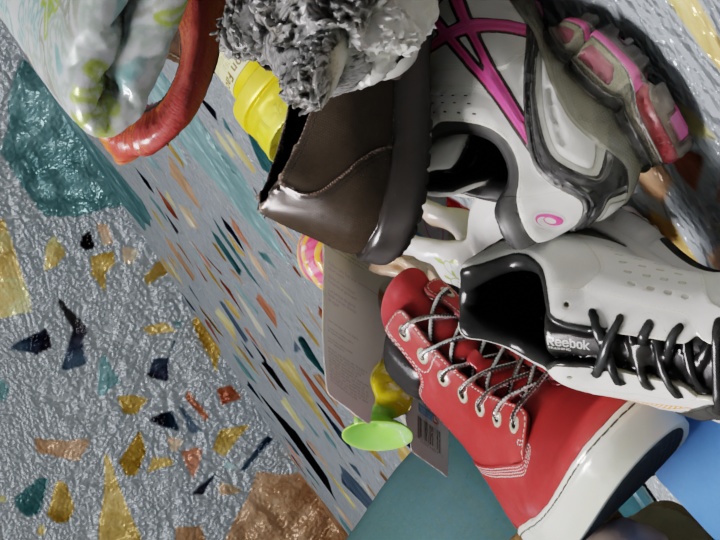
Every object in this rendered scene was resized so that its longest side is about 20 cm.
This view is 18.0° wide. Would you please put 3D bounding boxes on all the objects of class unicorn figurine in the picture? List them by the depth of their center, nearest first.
[{"bbox_3d":[0.067,-0.030,1.043,0.137,0.074,0.200,44,160,7],"label":"unicorn figurine"}]

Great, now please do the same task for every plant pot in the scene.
[{"bbox_3d":[0.081,0.189,1.428,0.200,0.188,0.200,52,170,13],"label":"plant pot"}]

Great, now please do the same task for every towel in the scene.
[{"bbox_3d":[-0.090,-0.169,0.893,0.048,0.201,0.171,16,-165,-21],"label":"towel"}]

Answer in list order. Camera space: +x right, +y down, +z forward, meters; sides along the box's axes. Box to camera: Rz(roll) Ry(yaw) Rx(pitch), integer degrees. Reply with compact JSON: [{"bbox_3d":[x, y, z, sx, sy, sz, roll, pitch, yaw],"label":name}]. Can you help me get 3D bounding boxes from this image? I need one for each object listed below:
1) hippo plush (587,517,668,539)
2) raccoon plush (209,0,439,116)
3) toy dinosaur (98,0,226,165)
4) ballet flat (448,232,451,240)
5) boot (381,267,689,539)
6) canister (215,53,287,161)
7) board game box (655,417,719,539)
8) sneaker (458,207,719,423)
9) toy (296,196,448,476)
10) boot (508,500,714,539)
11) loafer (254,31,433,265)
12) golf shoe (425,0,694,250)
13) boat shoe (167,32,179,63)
[{"bbox_3d":[0.165,0.221,1.043,0.160,0.159,0.201,18,-122,-39],"label":"hippo plush"},{"bbox_3d":[-0.016,-0.156,0.814,0.201,0.134,0.097,58,171,-24],"label":"raccoon plush"},{"bbox_3d":[-0.074,-0.139,0.945,0.182,0.104,0.201,-72,-30,-47],"label":"toy dinosaur"},{"bbox_3d":[0.051,0.005,1.346,0.200,0.072,0.072,44,167,39],"label":"ballet flat"},{"bbox_3d":[0.064,0.050,0.988,0.144,0.072,0.200,50,167,7],"label":"boot"},{"bbox_3d":[-0.051,-0.150,1.096,0.200,0.086,0.148,53,-165,16],"label":"canister"},{"bbox_3d":[0.187,0.079,0.927,0.200,0.039,0.158,48,155,29],"label":"board game box"},{"bbox_3d":[0.118,0.029,0.858,0.199,0.080,0.074,18,117,46],"label":"sneaker"},{"bbox_3d":[0.000,0.000,1.173,0.115,0.047,0.201,37,-139,-47],"label":"toy"},{"bbox_3d":[0.121,0.187,1.164,0.201,0.144,0.071,24,-159,-41],"label":"boot"},{"bbox_3d":[-0.008,-0.105,0.904,0.073,0.071,0.201,138,136,-68],"label":"loafer"},{"bbox_3d":[0.047,-0.076,0.930,0.073,0.092,0.200,57,173,-34],"label":"golf shoe"},{"bbox_3d":[-0.143,-0.150,1.141,0.202,0.075,0.075,36,-159,-41],"label":"boat shoe"}]
